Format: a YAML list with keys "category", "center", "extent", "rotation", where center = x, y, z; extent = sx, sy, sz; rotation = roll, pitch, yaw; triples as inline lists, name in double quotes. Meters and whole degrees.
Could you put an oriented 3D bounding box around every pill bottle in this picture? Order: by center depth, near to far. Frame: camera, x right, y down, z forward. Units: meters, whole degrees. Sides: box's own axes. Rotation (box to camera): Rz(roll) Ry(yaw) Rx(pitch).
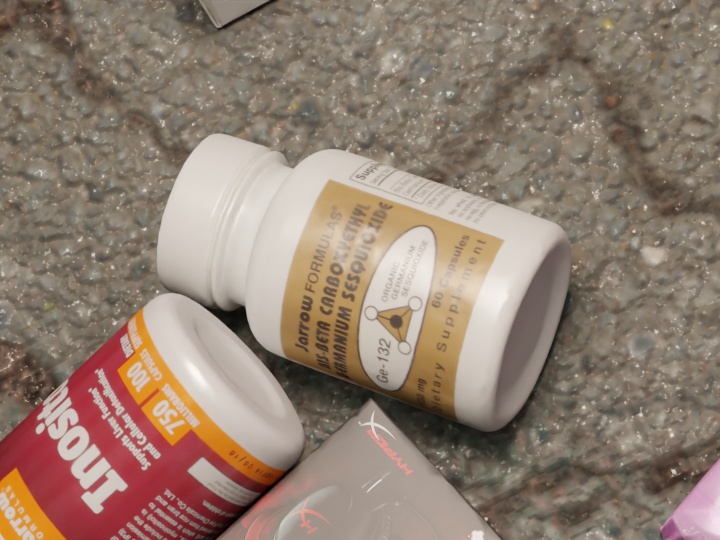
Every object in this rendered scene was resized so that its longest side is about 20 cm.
- category: "pill bottle"
  center: [-0.133, 0.116, 1.464]
  extent: [0.200, 0.113, 0.113]
  rotation: [-43, 68, 10]
- category: "pill bottle"
  center: [0.000, 0.000, 1.487]
  extent: [0.199, 0.114, 0.115]
  rotation: [19, 76, 17]

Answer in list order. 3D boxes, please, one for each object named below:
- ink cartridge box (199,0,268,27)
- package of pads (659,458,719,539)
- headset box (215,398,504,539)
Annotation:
- category: "ink cartridge box"
  center: [-0.069, -0.261, 1.610]
  extent: [0.144, 0.084, 0.201]
  rotation: [-28, 67, 1]
- category: "package of pads"
  center: [0.257, 0.098, 1.423]
  extent: [0.120, 0.076, 0.200]
  rotation: [39, 82, 18]
- category: "headset box"
  center: [-0.015, 0.191, 1.444]
  extent: [0.200, 0.075, 0.149]
  rotation: [-41, 69, -5]
